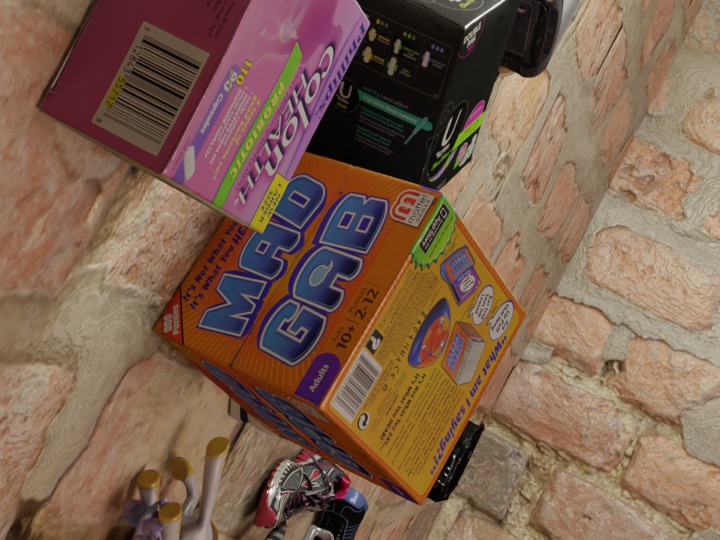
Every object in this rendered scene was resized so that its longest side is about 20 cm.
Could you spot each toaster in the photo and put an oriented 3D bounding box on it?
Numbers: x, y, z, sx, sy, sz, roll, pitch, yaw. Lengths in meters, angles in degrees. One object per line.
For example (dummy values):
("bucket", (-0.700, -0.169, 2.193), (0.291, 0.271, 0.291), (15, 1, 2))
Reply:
("toaster", (0.196, -0.320, 1.457), (0.130, 0.113, 0.201), (-56, 162, -31))

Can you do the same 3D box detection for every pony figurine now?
("pony figurine", (-0.177, 0.288, 1.227), (0.193, 0.164, 0.202), (-54, 149, -53))

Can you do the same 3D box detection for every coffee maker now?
("coffee maker", (0.053, 0.209, 1.703), (0.136, 0.198, 0.192), (-60, 167, -15))

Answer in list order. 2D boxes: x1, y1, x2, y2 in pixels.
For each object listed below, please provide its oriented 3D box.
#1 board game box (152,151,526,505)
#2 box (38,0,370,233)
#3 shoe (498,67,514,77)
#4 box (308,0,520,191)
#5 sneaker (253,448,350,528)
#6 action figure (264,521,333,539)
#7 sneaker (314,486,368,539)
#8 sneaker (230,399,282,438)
("board game box", (-0.012, 0.045, 1.102), (0.201, 0.198, 0.200), (-58, 140, -15))
("box", (-0.093, -0.138, 0.842), (0.177, 0.096, 0.200), (-62, 165, -2))
("shoe", (0.206, -0.286, 1.622), (0.200, 0.069, 0.054), (-49, 152, -48))
("box", (0.050, -0.183, 1.183), (0.149, 0.123, 0.202), (-44, 155, -50))
("sneaker", (-0.075, 0.286, 1.649), (0.200, 0.074, 0.081), (-25, 140, -65))
("action figure", (-0.147, 0.399, 1.602), (0.199, 0.105, 0.193), (-32, 173, 41))
("sneaker", (-0.035, 0.398, 1.975), (0.078, 0.069, 0.201), (-60, 165, -29))
("sneaker", (-0.083, 0.099, 1.303), (0.077, 0.080, 0.201), (-49, 158, -34))
